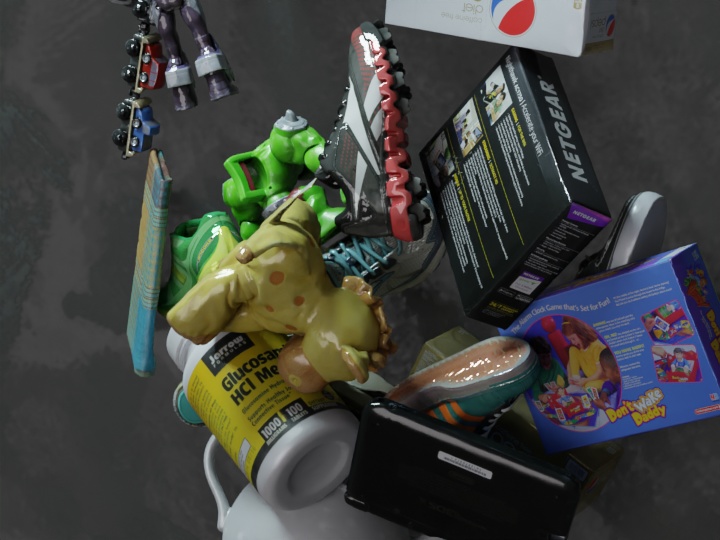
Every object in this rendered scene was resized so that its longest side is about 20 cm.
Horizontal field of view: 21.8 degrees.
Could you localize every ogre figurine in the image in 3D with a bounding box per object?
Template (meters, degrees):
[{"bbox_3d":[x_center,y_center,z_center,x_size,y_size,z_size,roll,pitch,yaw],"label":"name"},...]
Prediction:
[{"bbox_3d":[-0.066,-0.069,1.770,0.120,0.098,0.200,55,155,9],"label":"ogre figurine"}]

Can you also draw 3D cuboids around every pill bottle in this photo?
[{"bbox_3d":[-0.094,0.116,1.729,0.200,0.112,0.113,47,124,33],"label":"pill bottle"}]

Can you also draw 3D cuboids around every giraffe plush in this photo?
[{"bbox_3d":[-0.047,0.034,1.645,0.162,0.173,0.200,48,137,-4],"label":"giraffe plush"}]

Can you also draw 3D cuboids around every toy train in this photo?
[{"bbox_3d":[-0.214,-0.205,1.880,0.045,0.034,0.202,18,111,16],"label":"toy train"}]

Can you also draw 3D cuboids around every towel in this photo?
[{"bbox_3d":[-0.209,-0.009,1.872,0.021,0.147,0.202,5,105,-12],"label":"towel"}]

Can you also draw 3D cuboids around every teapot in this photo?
[{"bbox_3d":[-0.032,0.236,1.793,0.197,0.199,0.147,24,89,48],"label":"teapot"}]

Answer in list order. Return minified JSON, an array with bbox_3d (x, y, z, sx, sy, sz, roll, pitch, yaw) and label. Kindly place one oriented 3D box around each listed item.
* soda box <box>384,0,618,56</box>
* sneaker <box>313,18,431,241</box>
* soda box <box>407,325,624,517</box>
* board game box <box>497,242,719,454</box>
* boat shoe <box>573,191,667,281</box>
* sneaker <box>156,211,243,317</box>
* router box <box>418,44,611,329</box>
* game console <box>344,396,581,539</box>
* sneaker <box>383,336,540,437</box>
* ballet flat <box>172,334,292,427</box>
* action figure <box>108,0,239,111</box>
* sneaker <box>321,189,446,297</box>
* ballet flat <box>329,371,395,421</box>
[{"bbox_3d":[0.122,-0.233,1.624,0.198,0.068,0.064,14,108,31],"label":"soda box"},{"bbox_3d":[0.002,-0.120,1.652,0.097,0.071,0.203,-9,82,8],"label":"sneaker"},{"bbox_3d":[0.137,0.138,1.708,0.199,0.068,0.064,38,120,20],"label":"soda box"},{"bbox_3d":[0.218,0.069,1.572,0.199,0.045,0.136,-18,95,44],"label":"board game box"},{"bbox_3d":[0.211,0.018,1.630,0.056,0.068,0.202,28,118,25],"label":"boat shoe"},{"bbox_3d":[-0.154,-0.006,1.843,0.200,0.073,0.084,-36,65,61],"label":"sneaker"},{"bbox_3d":[0.128,-0.074,1.607,0.149,0.051,0.201,-48,39,33],"label":"router box"},{"bbox_3d":[0.098,0.186,1.647,0.198,0.117,0.177,20,126,13],"label":"game console"},{"bbox_3d":[0.100,0.117,1.638,0.080,0.071,0.199,51,144,-11],"label":"sneaker"},{"bbox_3d":[-0.088,0.100,1.841,0.198,0.072,0.073,-15,95,1],"label":"ballet flat"},{"bbox_3d":[-0.181,-0.258,1.807,0.129,0.069,0.202,-12,106,15],"label":"action figure"},{"bbox_3d":[0.000,0.000,1.745,0.200,0.086,0.078,-40,77,23],"label":"sneaker"},{"bbox_3d":[0.030,0.141,1.761,0.199,0.068,0.073,33,136,12],"label":"ballet flat"}]
